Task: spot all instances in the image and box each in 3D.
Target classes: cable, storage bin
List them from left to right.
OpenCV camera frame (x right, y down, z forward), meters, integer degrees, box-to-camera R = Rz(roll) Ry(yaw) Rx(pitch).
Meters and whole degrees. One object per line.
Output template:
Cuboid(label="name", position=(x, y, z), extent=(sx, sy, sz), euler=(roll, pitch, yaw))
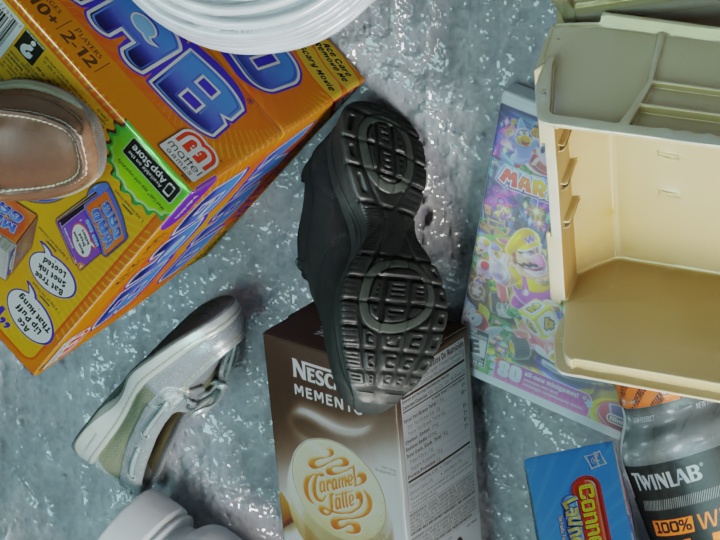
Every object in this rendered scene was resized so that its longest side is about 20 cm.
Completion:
Cuboid(label="cable", position=(-0.063, -0.228, 1.654), extent=(0.200, 0.069, 0.200), euler=(-26, 84, 3))
Cuboid(label="storage bin", position=(0.193, -0.029, 1.537), extent=(0.198, 0.094, 0.200), euler=(9, 139, 16))

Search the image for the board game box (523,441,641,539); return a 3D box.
Cuboid(label="board game box", position=(0.153, 0.237, 1.675), extent=(0.056, 0.196, 0.200), euler=(-13, 144, 6))

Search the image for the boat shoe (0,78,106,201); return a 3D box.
Cuboid(label="boat shoe", position=(-0.236, -0.066, 1.643), extent=(0.199, 0.072, 0.076), euler=(1, 113, 33))

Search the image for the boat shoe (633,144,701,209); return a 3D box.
Cuboid(label="boat shoe", position=(0.181, -0.134, 1.598), extent=(0.072, 0.072, 0.201), euler=(-14, 96, 33))

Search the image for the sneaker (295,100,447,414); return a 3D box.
Cuboid(label="sneaker", position=(0.000, 0.000, 1.741), extent=(0.076, 0.201, 0.091), euler=(16, 149, -27))

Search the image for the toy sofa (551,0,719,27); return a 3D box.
Cuboid(label="toy sofa", position=(0.199, -0.181, 1.523), extent=(0.199, 0.098, 0.083), euler=(-7, 72, 16))

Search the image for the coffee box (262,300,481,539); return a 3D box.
Cuboid(label="coffee box", position=(0.010, 0.126, 1.820), extent=(0.114, 0.080, 0.201), euler=(15, 121, 38))

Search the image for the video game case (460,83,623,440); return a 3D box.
Cuboid(label="video game case", position=(0.135, 0.000, 1.726), extent=(0.143, 0.018, 0.201), euler=(23, 123, 23))

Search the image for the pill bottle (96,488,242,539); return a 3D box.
Cuboid(label="pill bottle", position=(-0.093, 0.246, 1.935), extent=(0.200, 0.113, 0.114), euler=(36, 127, 13))

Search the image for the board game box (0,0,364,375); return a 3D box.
Cuboid(label="board game box", position=(-0.165, -0.100, 1.756), extent=(0.200, 0.200, 0.200), euler=(48, 129, 4))

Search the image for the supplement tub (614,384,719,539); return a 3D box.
Cuboid(label="supplement tub", position=(0.228, 0.140, 1.661), extent=(0.122, 0.122, 0.201), euler=(-19, 95, 38))

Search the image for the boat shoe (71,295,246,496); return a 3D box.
Cuboid(label="boat shoe", position=(-0.125, 0.085, 1.908), extent=(0.065, 0.074, 0.202), euler=(44, 133, 0))
